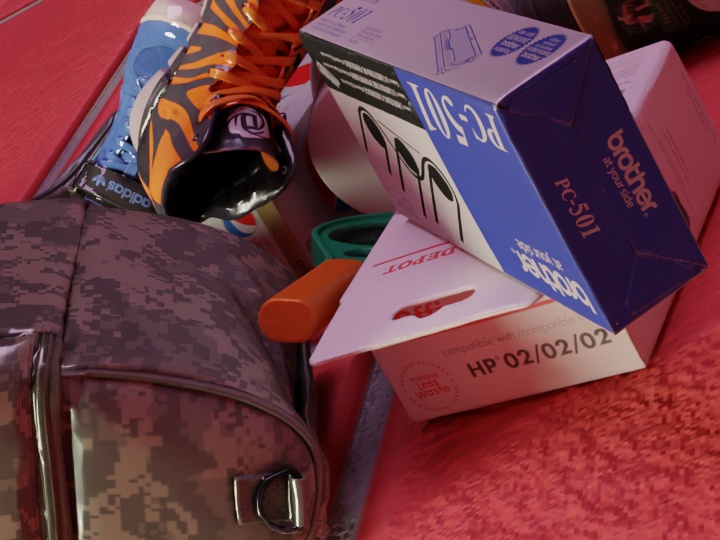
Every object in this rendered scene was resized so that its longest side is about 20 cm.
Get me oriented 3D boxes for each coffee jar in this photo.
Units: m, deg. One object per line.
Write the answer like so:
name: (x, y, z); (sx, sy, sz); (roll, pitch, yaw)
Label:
coffee jar: (0.175, -0.165, 1.002); (0.199, 0.085, 0.105); (-21, 30, 27)

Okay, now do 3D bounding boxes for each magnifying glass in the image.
magnifying glass: (0.000, 0.000, 0.880); (0.079, 0.023, 0.200); (2, 11, 17)

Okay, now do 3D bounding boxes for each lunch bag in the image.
lunch bag: (-0.099, 0.057, 0.828); (0.167, 0.140, 0.200); (-3, 21, -2)

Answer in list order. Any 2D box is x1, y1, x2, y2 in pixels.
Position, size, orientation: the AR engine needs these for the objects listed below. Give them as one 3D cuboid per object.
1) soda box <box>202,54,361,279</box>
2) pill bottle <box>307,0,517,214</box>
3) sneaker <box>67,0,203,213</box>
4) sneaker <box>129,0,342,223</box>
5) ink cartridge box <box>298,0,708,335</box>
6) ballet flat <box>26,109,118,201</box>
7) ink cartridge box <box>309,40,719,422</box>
soda box: (-0.031, -0.062, 1.095); (0.063, 0.068, 0.200); (-20, 24, 30)
pill bottle: (0.035, -0.122, 1.056); (0.114, 0.115, 0.201); (-22, 30, 27)
sneaker: (-0.118, -0.072, 1.145); (0.112, 0.076, 0.200); (-63, 1, -21)
sneaker: (-0.045, -0.101, 0.963); (0.201, 0.077, 0.112); (-60, 26, 25)
ink cartridge box: (0.045, -0.049, 0.727); (0.044, 0.094, 0.200); (-34, 23, -10)
ballet flat: (-0.182, -0.027, 1.253); (0.073, 0.073, 0.200); (-2, 42, 54)
ink cartridge box: (0.071, -0.007, 0.821); (0.115, 0.068, 0.200); (-17, 25, 34)
